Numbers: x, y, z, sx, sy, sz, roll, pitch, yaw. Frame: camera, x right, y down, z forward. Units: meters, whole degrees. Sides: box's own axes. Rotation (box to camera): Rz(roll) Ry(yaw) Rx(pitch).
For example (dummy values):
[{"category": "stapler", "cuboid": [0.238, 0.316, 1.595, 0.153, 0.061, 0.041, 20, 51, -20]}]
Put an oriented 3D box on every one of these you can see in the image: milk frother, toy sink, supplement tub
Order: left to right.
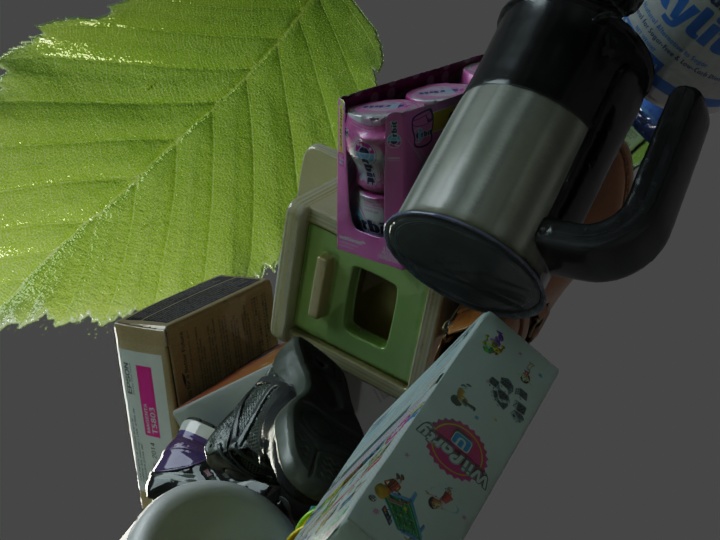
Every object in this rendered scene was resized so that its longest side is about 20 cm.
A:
[{"category": "supplement tub", "cuboid": [-0.136, 0.261, 0.968, 0.146, 0.145, 0.200, -50, 0, -39]}, {"category": "toy sink", "cuboid": [0.000, 0.000, 1.021, 0.112, 0.199, 0.131, -31, -39, -49]}, {"category": "milk frother", "cuboid": [0.101, -0.101, 0.788, 0.180, 0.200, 0.189, 1, 55, 50]}, {"category": "supplement tub", "cuboid": [0.258, -0.205, 0.834, 0.132, 0.132, 0.200, -50, -1, -32]}]

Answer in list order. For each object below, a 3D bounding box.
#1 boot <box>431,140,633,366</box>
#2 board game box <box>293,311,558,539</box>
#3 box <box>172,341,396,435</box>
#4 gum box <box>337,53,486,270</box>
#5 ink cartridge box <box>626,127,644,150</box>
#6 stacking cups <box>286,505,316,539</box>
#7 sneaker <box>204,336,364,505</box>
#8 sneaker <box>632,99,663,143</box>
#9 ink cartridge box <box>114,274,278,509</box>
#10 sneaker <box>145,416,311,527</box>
[{"category": "boot", "cuboid": [0.118, -0.003, 0.905, 0.201, 0.077, 0.155, -57, -9, 34]}, {"category": "board game box", "cuboid": [0.024, 0.134, 0.749, 0.148, 0.064, 0.200, -51, -2, 42]}, {"category": "box", "cuboid": [-0.044, 0.117, 1.152, 0.199, 0.107, 0.152, -27, 3, 39]}, {"category": "gum box", "cuboid": [0.063, -0.085, 0.933, 0.199, 0.066, 0.114, -24, -58, -44]}, {"category": "ink cartridge box", "cuboid": [0.289, -0.177, 1.305, 0.200, 0.043, 0.174, -51, 2, -35]}, {"category": "stacking cups", "cuboid": [-0.009, 0.175, 0.910, 0.061, 0.060, 0.200, -50, 0, 13]}, {"category": "sneaker", "cuboid": [-0.057, 0.135, 0.919, 0.114, 0.076, 0.200, -51, 19, 11]}, {"category": "sneaker", "cuboid": [0.257, -0.149, 1.042, 0.078, 0.070, 0.200, -42, 5, 9]}, {"category": "ink cartridge box", "cuboid": [-0.153, 0.123, 1.253, 0.075, 0.202, 0.164, 6, 19, 34]}, {"category": "sneaker", "cuboid": [-0.094, 0.200, 1.057, 0.088, 0.199, 0.076, -53, -39, -28]}]
